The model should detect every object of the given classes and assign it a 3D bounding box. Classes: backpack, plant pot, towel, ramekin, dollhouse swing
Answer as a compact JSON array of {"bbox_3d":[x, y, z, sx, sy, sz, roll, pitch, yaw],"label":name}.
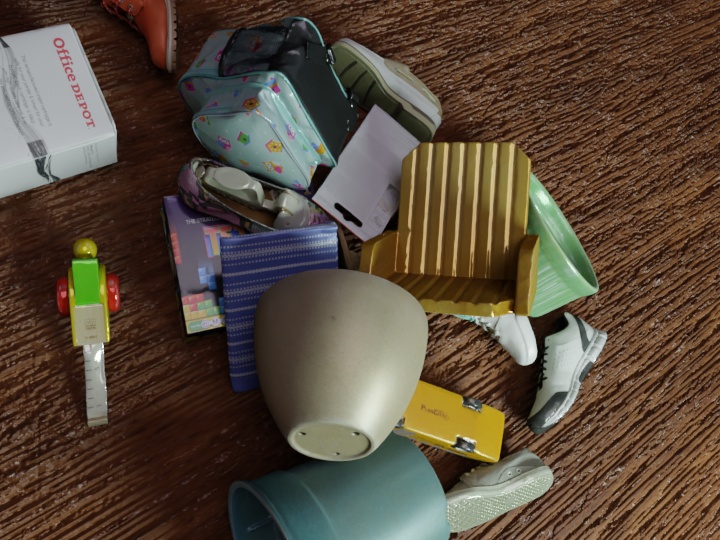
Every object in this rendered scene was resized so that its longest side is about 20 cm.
[{"bbox_3d":[-0.123,-0.199,0.746,0.156,0.196,0.176,-62,145,-15],"label":"backpack"},{"bbox_3d":[-0.016,0.285,0.666,0.192,0.199,0.206,-18,82,-32],"label":"plant pot"},{"bbox_3d":[-0.092,0.045,0.724,0.140,0.024,0.206,-10,118,-22],"label":"towel"},{"bbox_3d":[0.239,-0.036,0.857,0.199,0.097,0.203,41,29,-29],"label":"ramekin"},{"bbox_3d":[-0.024,0.116,0.641,0.194,0.202,0.138,17,50,-16],"label":"plant pot"},{"bbox_3d":[0.109,-0.059,0.716,0.193,0.181,0.183,4,102,19],"label":"dollhouse swing"}]

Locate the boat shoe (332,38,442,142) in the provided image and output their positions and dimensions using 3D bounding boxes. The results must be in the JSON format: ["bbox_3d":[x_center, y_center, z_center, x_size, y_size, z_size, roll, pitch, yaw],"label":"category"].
[{"bbox_3d":[0.039,-0.275,0.907,0.198,0.074,0.069,39,58,-15],"label":"boat shoe"}]

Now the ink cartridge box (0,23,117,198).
[{"bbox_3d":[-0.396,-0.174,0.690,0.196,0.084,0.148,-23,85,-25],"label":"ink cartridge box"}]

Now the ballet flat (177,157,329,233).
[{"bbox_3d":[-0.120,-0.081,0.723,0.194,0.071,0.071,19,66,-16],"label":"ballet flat"}]

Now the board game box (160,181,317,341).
[{"bbox_3d":[-0.138,-0.016,0.767,0.194,0.057,0.171,-10,80,-24],"label":"board game box"}]

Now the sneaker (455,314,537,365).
[{"bbox_3d":[0.174,0.054,0.875,0.087,0.075,0.204,-26,79,-14],"label":"sneaker"}]

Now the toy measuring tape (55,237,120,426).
[{"bbox_3d":[-0.302,0.066,0.686,0.071,0.073,0.208,-5,99,-23],"label":"toy measuring tape"}]

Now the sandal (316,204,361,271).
[{"bbox_3d":[0.001,-0.002,0.808,0.068,0.078,0.218,-16,77,-18],"label":"sandal"}]

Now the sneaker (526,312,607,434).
[{"bbox_3d":[0.286,0.149,0.894,0.079,0.074,0.201,36,60,7],"label":"sneaker"}]

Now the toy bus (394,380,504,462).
[{"bbox_3d":[0.094,0.189,0.790,0.195,0.078,0.067,22,69,-15],"label":"toy bus"}]

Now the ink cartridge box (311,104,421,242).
[{"bbox_3d":[0.011,-0.125,0.848,0.108,0.050,0.203,37,58,-9],"label":"ink cartridge box"}]

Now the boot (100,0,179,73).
[{"bbox_3d":[-0.293,-0.342,0.792,0.104,0.075,0.206,-13,72,-21],"label":"boot"}]

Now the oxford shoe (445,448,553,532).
[{"bbox_3d":[0.161,0.289,0.805,0.194,0.077,0.058,-14,41,-17],"label":"oxford shoe"}]
